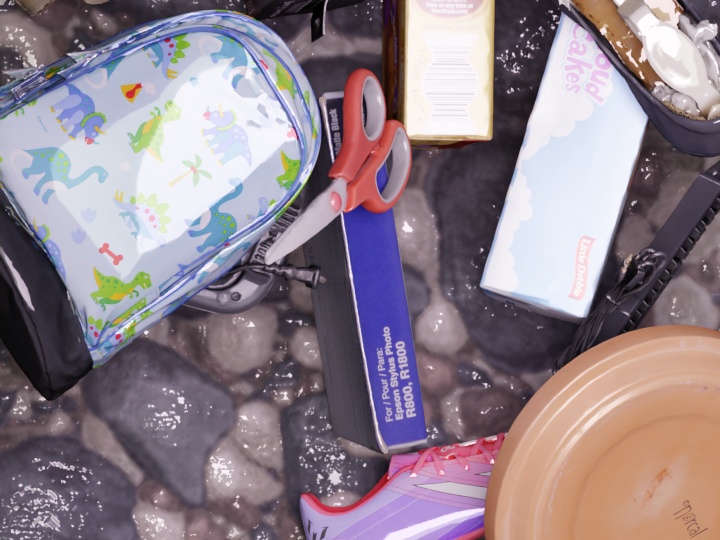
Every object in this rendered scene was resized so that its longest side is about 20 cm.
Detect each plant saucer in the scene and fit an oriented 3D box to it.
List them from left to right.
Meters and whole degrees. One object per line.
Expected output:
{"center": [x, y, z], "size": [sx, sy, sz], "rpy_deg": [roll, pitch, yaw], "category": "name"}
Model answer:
{"center": [0.167, 0.128, 1.592], "size": [0.199, 0.032, 0.201], "rpy_deg": [-9, 116, -19], "category": "plant saucer"}

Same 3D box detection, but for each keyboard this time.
{"center": [0.157, 0.015, 1.597], "size": [0.021, 0.127, 0.200], "rpy_deg": [40, 128, 13], "category": "keyboard"}

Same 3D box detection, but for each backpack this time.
{"center": [-0.115, -0.053, 1.483], "size": [0.199, 0.154, 0.164], "rpy_deg": [-28, 87, -22], "category": "backpack"}

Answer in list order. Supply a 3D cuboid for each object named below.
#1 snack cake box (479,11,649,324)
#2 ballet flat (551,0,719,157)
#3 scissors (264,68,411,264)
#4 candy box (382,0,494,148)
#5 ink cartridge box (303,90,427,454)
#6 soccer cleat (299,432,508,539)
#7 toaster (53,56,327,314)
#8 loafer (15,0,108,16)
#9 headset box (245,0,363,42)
{"center": [0.130, -0.073, 1.636], "size": [0.067, 0.115, 0.201], "rpy_deg": [17, 88, 6], "category": "snack cake box"}
{"center": [0.148, -0.149, 1.547], "size": [0.073, 0.073, 0.200], "rpy_deg": [-36, 83, -5], "category": "ballet flat"}
{"center": [-0.008, -0.034, 1.464], "size": [0.014, 0.200, 0.073], "rpy_deg": [-8, 121, 21], "category": "scissors"}
{"center": [0.045, -0.173, 1.631], "size": [0.056, 0.117, 0.201], "rpy_deg": [-1, 91, -6], "category": "candy box"}
{"center": [0.000, 0.000, 1.584], "size": [0.040, 0.200, 0.201], "rpy_deg": [-9, 92, -7], "category": "ink cartridge box"}
{"center": [0.061, 0.127, 1.661], "size": [0.199, 0.067, 0.077], "rpy_deg": [-26, 90, -3], "category": "soccer cleat"}
{"center": [-0.110, -0.044, 1.607], "size": [0.199, 0.129, 0.114], "rpy_deg": [23, 88, -5], "category": "toaster"}
{"center": [-0.136, -0.195, 1.597], "size": [0.076, 0.199, 0.068], "rpy_deg": [-47, 117, -41], "category": "loafer"}
{"center": [-0.036, -0.232, 1.606], "size": [0.077, 0.149, 0.201], "rpy_deg": [-10, 92, -8], "category": "headset box"}
